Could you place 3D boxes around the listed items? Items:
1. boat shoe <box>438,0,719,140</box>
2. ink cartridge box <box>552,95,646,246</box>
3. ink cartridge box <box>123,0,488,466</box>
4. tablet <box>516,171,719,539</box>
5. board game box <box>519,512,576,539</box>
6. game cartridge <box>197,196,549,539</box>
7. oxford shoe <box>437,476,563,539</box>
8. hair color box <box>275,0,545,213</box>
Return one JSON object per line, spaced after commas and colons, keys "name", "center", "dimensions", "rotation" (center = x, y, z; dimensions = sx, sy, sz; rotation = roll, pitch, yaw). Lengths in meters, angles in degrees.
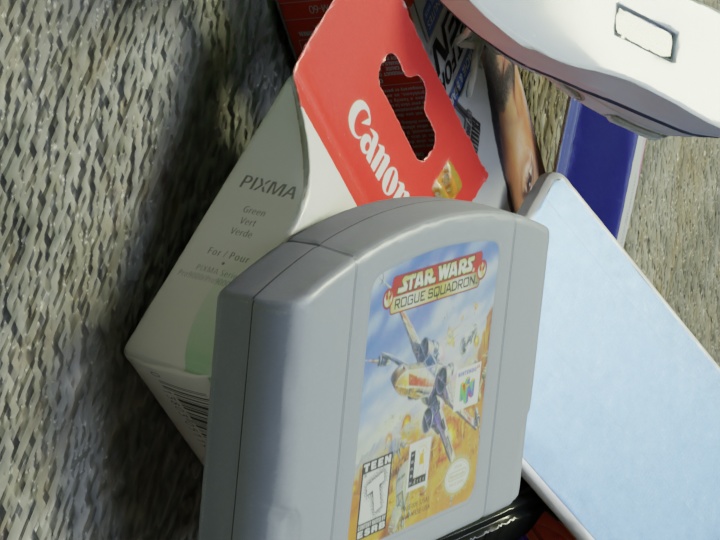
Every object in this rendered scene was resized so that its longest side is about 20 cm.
{"name": "boat shoe", "center": [0.078, -0.107, 1.088], "dimensions": [0.201, 0.086, 0.075], "rotation": [22, 69, -35]}
{"name": "ink cartridge box", "center": [0.123, -0.055, 1.290], "dimensions": [0.200, 0.043, 0.197], "rotation": [-62, 163, -74]}
{"name": "ink cartridge box", "center": [0.000, 0.000, 0.991], "dimensions": [0.200, 0.050, 0.161], "rotation": [-58, 145, -22]}
{"name": "tablet", "center": [0.117, 0.066, 1.151], "dimensions": [0.200, 0.014, 0.130], "rotation": [48, 53, -23]}
{"name": "board game box", "center": [0.122, 0.156, 1.250], "dimensions": [0.045, 0.134, 0.201], "rotation": [3, 84, -69]}
{"name": "game cartridge", "center": [0.011, 0.041, 0.952], "dimensions": [0.200, 0.041, 0.134], "rotation": [-16, 119, -57]}
{"name": "oxford shoe", "center": [0.050, 0.093, 1.159], "dimensions": [0.084, 0.073, 0.200], "rotation": [47, 42, 13]}
{"name": "hair color box", "center": [0.027, -0.082, 1.130], "dimensions": [0.111, 0.064, 0.201], "rotation": [-70, 151, -46]}
